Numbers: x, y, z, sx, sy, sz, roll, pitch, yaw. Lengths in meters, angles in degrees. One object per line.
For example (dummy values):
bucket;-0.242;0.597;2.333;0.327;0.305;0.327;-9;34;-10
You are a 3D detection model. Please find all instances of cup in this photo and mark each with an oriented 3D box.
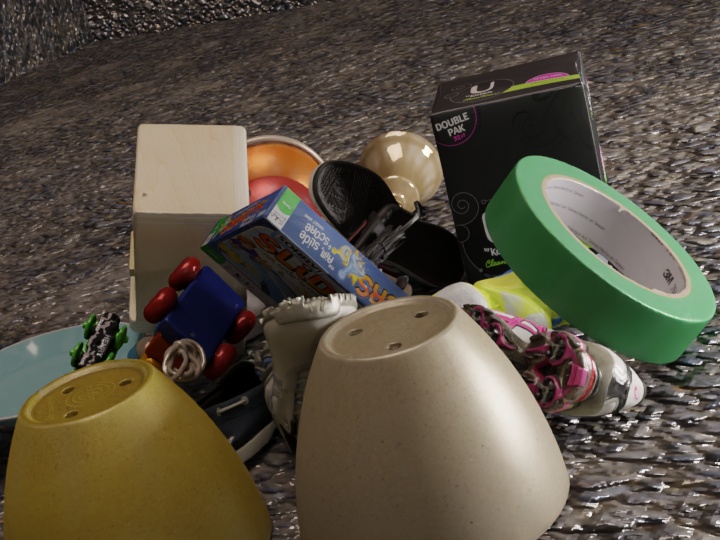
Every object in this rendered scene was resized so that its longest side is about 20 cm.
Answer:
cup;0.036;0.103;0.943;0.197;0.145;0.201;-13;19;5

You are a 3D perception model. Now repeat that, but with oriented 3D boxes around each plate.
plate;-0.291;0.101;1.245;0.197;0.026;0.201;-12;19;4

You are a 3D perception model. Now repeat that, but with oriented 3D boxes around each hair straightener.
hair straightener;0.000;0.000;1.215;0.076;0.041;0.200;9;42;48

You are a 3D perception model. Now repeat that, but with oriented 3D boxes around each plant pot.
plant pot;-0.177;0.151;0.974;0.197;0.144;0.200;-14;20;5

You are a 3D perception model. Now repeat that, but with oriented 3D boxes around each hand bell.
hand bell;0.038;-0.064;1.533;0.103;0.105;0.201;-10;33;14

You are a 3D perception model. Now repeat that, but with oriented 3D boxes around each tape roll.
tape roll;0.195;-0.012;1.091;0.048;0.199;0.201;-55;3;25

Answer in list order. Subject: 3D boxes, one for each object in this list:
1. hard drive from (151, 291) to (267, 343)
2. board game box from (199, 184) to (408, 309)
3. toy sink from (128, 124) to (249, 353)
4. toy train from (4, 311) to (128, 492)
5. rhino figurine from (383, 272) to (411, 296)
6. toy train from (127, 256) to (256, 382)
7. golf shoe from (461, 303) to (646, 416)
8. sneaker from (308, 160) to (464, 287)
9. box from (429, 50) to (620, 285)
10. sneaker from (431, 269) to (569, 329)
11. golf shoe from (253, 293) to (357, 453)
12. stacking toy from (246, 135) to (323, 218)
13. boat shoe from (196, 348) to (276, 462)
hard drive;-0.112;0.031;1.431;0.198;0.027;0.131;-26;22;-30
board game box;-0.024;0.021;1.090;0.035;0.200;0.135;-56;17;-25
toy sink;-0.163;-0.018;1.269;0.110;0.202;0.131;0;43;-7
toy train;-0.241;0.124;1.112;0.041;0.057;0.202;18;55;1
rhino figurine;0.004;0.030;1.264;0.086;0.061;0.200;-21;10;-15
toy train;-0.168;0.079;1.119;0.116;0.085;0.200;-44;9;22
golf shoe;0.137;0.079;1.063;0.091;0.074;0.199;18;0;-32
sneaker;0.003;-0.046;1.358;0.120;0.199;0.084;1;62;54
box;0.159;-0.085;1.279;0.146;0.203;0.125;-10;19;12
sneaker;0.123;0.039;1.195;0.197;0.077;0.105;-15;1;1
golf shoe;-0.036;0.081;1.034;0.077;0.099;0.200;-9;-20;-10
stacking toy;-0.090;-0.037;1.413;0.144;0.148;0.201;-15;35;1
boat shoe;-0.096;0.103;1.165;0.074;0.063;0.200;-10;18;30
